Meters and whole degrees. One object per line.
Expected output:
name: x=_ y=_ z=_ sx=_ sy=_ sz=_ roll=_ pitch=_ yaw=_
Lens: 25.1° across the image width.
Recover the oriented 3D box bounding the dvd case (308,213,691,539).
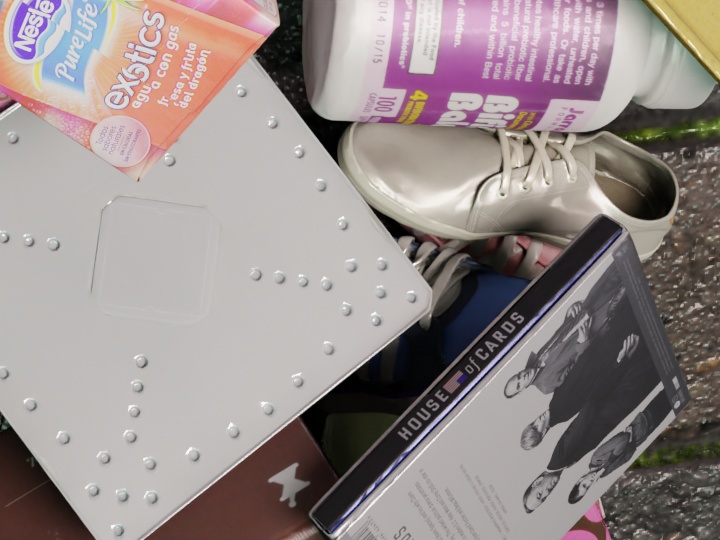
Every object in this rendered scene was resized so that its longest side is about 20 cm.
dvd case: x=0.076 y=0.089 z=0.790 sx=0.200 sy=0.025 sz=0.151 roll=-44 pitch=139 yaw=-12

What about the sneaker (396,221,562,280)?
sneaker: x=0.086 y=-0.007 z=0.893 sx=0.200 sy=0.105 sz=0.075 roll=36 pitch=114 yaw=-28

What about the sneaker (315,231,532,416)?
sneaker: x=0.000 y=0.000 z=0.849 sx=0.199 sy=0.081 sz=0.147 roll=-12 pitch=120 yaw=49

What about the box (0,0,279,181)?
box: x=-0.108 y=-0.147 z=0.698 sx=0.102 sy=0.201 sz=0.095 roll=33 pitch=115 yaw=-27

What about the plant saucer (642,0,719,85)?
plant saucer: x=0.172 y=-0.195 z=0.751 sx=0.200 sy=0.048 sz=0.201 roll=42 pitch=73 yaw=-20

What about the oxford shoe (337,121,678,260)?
oxford shoe: x=0.082 y=-0.051 z=0.837 sx=0.198 sy=0.076 sz=0.058 roll=11 pitch=146 yaw=-23

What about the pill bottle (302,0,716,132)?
pill bottle: x=0.075 y=-0.126 z=0.802 sx=0.198 sy=0.113 sz=0.113 roll=2 pitch=125 yaw=-11

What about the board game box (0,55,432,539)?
board game box: x=-0.099 y=-0.003 z=0.778 sx=0.199 sy=0.026 sz=0.201 roll=-37 pitch=87 yaw=-15

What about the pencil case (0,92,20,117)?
pencil case: x=-0.230 y=-0.070 z=0.805 sx=0.083 sy=0.087 sz=0.200 roll=45 pitch=110 yaw=0

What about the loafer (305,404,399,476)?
loafer: x=0.028 y=0.150 z=0.980 sx=0.076 sy=0.067 sz=0.202 roll=-27 pitch=106 yaw=-19

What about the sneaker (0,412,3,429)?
sneaker: x=-0.225 y=0.070 z=0.863 sx=0.071 sy=0.083 sz=0.201 roll=-29 pitch=155 yaw=-18

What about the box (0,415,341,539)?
box: x=-0.079 y=0.166 z=0.857 sx=0.165 sy=0.164 sz=0.201 roll=-30 pitch=135 yaw=-8

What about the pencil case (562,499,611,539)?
pencil case: x=0.132 y=0.196 z=1.056 sx=0.093 sy=0.091 sz=0.201 roll=-25 pitch=128 yaw=0
